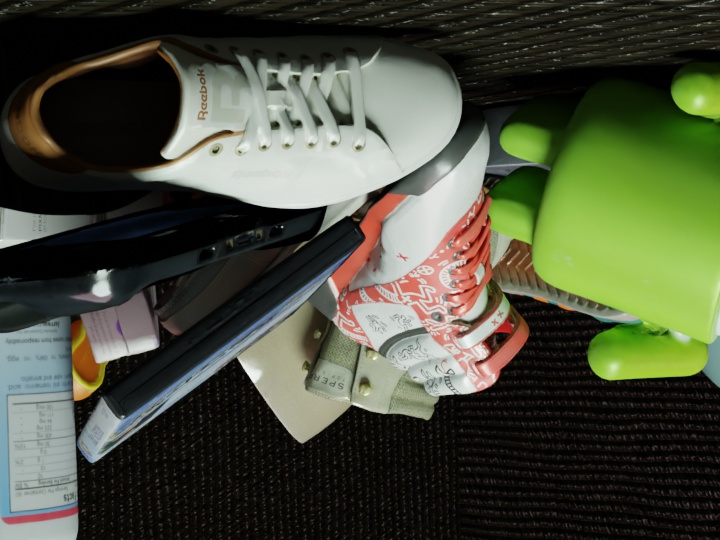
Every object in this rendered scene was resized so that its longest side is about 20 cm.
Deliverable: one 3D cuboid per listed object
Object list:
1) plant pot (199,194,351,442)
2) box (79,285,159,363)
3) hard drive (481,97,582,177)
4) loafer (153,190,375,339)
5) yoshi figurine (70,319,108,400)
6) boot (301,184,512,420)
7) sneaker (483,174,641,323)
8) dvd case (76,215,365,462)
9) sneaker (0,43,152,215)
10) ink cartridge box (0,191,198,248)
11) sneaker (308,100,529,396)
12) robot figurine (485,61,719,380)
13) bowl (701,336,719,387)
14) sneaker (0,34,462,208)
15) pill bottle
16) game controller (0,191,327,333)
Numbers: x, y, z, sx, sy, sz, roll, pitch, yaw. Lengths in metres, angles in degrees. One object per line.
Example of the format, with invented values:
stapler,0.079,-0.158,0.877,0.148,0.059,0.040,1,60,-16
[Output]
plant pot,-0.032,-0.008,1.194,0.134,0.201,0.200,-31,178,0
box,-0.147,-0.016,1.101,0.039,0.042,0.200,-15,-151,-1
hard drive,0.171,-0.076,1.072,0.199,0.042,0.135,-1,179,25
loafer,-0.055,-0.034,0.975,0.200,0.063,0.072,-39,-162,37
yoshi figurine,-0.257,0.068,1.100,0.200,0.113,0.112,-20,155,28
boot,0.000,0.000,1.070,0.200,0.155,0.072,24,179,-43
sneaker,0.131,-0.006,1.151,0.080,0.072,0.200,18,-174,-40
dvd case,-0.075,0.039,0.914,0.143,0.018,0.200,-37,178,-17
sneaker,-0.122,-0.058,0.850,0.200,0.076,0.115,-4,177,-24
ink cartridge box,-0.194,-0.048,0.963,0.146,0.083,0.200,-3,178,22
sneaker,0.050,-0.004,0.936,0.108,0.067,0.201,39,148,0
robot figurine,0.166,-0.029,0.946,0.200,0.176,0.116,21,-158,15
bowl,0.275,-0.018,1.140,0.200,0.201,0.105,-3,159,26
sneaker,-0.046,-0.062,0.759,0.199,0.073,0.085,-7,178,-14
pill bottle,-0.202,0.095,0.957,0.108,0.201,0.109,-2,178,0
game controller,-0.094,-0.012,0.800,0.104,0.042,0.200,-14,-176,28
